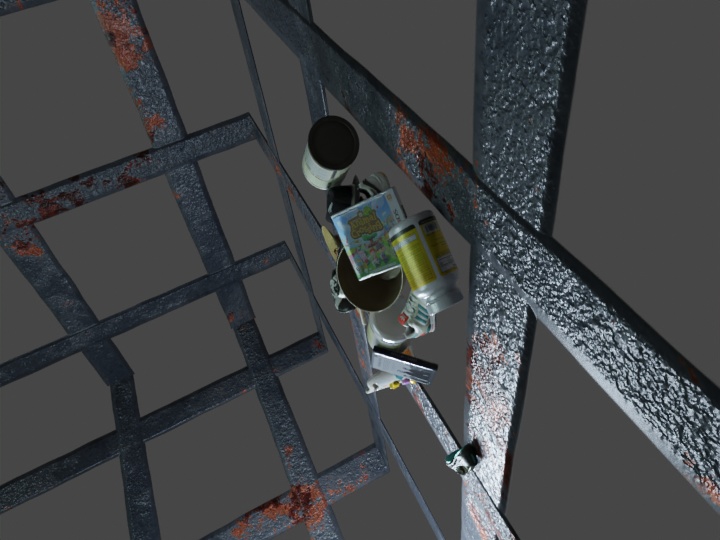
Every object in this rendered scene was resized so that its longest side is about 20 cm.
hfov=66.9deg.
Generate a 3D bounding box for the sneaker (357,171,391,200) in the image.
[{"bbox_3d":[0.053,-0.144,1.405,0.206,0.085,0.075,67,165,-2],"label":"sneaker"}]

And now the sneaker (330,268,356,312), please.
[{"bbox_3d":[-0.061,0.060,1.707,0.200,0.072,0.091,-128,18,-61],"label":"sneaker"}]

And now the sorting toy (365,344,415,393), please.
[{"bbox_3d":[0.096,0.353,1.827,0.109,0.175,0.202,61,166,22],"label":"sorting toy"}]

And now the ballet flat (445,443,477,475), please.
[{"bbox_3d":[0.297,0.561,1.599,0.069,0.067,0.201,53,163,17],"label":"ballet flat"}]

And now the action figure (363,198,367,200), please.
[{"bbox_3d":[0.042,-0.111,1.595,0.065,0.050,0.207,-148,40,-69],"label":"action figure"}]

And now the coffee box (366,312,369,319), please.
[{"bbox_3d":[0.048,0.077,1.796,0.113,0.078,0.206,-152,42,-71],"label":"coffee box"}]

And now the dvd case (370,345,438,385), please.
[{"bbox_3d":[0.127,0.285,1.629,0.152,0.193,0.025,94,-165,-63],"label":"dvd case"}]

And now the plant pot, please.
[{"bbox_3d":[0.049,-0.005,1.492,0.134,0.196,0.206,-27,-85,-61],"label":"plant pot"}]

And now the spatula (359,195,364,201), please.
[{"bbox_3d":[0.002,-0.179,1.667,0.201,0.020,0.058,97,153,-71],"label":"spatula"}]

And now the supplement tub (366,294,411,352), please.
[{"bbox_3d":[0.090,0.171,1.632,0.148,0.141,0.201,62,166,21],"label":"supplement tub"}]

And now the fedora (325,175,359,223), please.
[{"bbox_3d":[-0.058,-0.191,1.630,0.200,0.088,0.209,-174,90,-82],"label":"fedora"}]

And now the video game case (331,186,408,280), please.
[{"bbox_3d":[0.039,-0.088,1.372,0.022,0.195,0.187,-39,-74,-57],"label":"video game case"}]

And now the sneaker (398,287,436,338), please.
[{"bbox_3d":[0.143,0.102,1.416,0.071,0.091,0.204,53,161,43],"label":"sneaker"}]

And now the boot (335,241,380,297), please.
[{"bbox_3d":[0.000,0.000,1.617,0.073,0.139,0.205,110,161,-49],"label":"boot"}]

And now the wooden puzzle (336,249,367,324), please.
[{"bbox_3d":[-0.023,0.051,1.806,0.202,0.036,0.190,-120,15,-52],"label":"wooden puzzle"}]

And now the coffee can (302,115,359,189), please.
[{"bbox_3d":[-0.090,-0.330,1.557,0.151,0.143,0.200,66,167,2],"label":"coffee can"}]

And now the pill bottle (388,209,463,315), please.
[{"bbox_3d":[0.146,-0.015,1.176,0.112,0.109,0.206,134,114,-76],"label":"pill bottle"}]

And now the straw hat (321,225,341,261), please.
[{"bbox_3d":[-0.057,-0.086,1.955,0.205,0.083,0.202,59,169,19],"label":"straw hat"}]
